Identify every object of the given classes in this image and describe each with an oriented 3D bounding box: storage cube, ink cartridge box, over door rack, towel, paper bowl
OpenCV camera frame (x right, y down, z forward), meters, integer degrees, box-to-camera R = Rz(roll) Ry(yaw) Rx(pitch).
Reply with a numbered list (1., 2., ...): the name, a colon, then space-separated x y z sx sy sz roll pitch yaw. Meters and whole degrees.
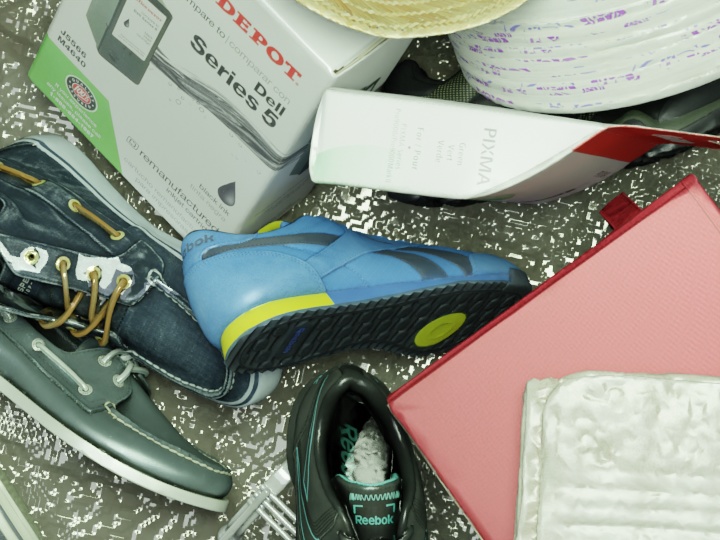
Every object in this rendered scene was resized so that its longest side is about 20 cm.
1. storage cube: 0.137 0.079 1.245 0.180 0.171 0.200 -36 85 3
2. ink cartridge box: -0.066 -0.116 1.254 0.146 0.200 0.084 46 57 6
3. over door rack: -0.045 0.208 1.311 0.148 0.067 0.200 44 104 7
4. towel: 0.166 0.115 1.140 0.199 0.034 0.133 5 90 5
5. ink cartridge box: 0.093 -0.048 1.190 0.199 0.161 0.050 10 93 15
6. paper bowl: 0.127 -0.167 1.213 0.200 0.201 0.105 -22 117 3

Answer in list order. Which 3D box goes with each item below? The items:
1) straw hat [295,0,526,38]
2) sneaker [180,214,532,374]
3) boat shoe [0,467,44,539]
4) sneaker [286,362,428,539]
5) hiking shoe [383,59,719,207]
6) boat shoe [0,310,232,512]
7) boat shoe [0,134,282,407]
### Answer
1. straw hat: 0.014 -0.199 1.153 0.200 0.085 0.202 0 87 -3
2. sneaker: 0.000 0.000 1.275 0.066 0.200 0.079 -53 54 40
3. boat shoe: -0.238 0.081 1.326 0.062 0.075 0.200 -33 90 -3
4. sneaker: -0.003 0.141 1.223 0.075 0.079 0.201 -6 77 -9
5. hiking shoe: 0.102 -0.096 1.305 0.199 0.076 0.101 -13 89 5
6. boat shoe: -0.143 0.054 1.320 0.200 0.073 0.062 32 90 12
7. boat shoe: -0.136 0.011 1.289 0.200 0.091 0.071 39 127 23
